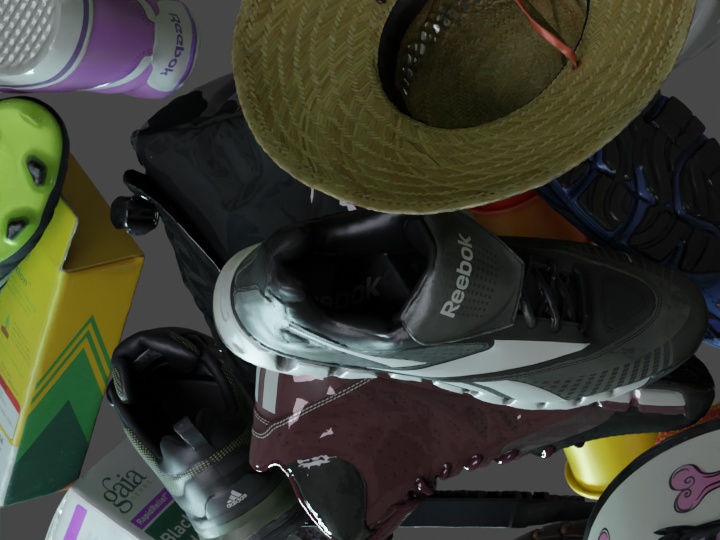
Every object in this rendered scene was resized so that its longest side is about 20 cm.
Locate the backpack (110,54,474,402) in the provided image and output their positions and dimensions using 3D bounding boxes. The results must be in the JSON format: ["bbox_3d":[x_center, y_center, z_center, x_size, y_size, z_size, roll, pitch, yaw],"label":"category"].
[{"bbox_3d":[0.000,0.000,1.283,0.166,0.127,0.201,-8,114,45],"label":"backpack"}]

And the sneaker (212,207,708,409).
[{"bbox_3d":[0.044,0.012,1.096,0.199,0.067,0.091,5,165,-6],"label":"sneaker"}]

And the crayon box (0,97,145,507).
[{"bbox_3d":[-0.172,0.006,1.420,0.127,0.051,0.200,53,139,33],"label":"crayon box"}]

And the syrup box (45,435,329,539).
[{"bbox_3d":[-0.064,0.173,1.462,0.200,0.079,0.082,36,131,11],"label":"syrup box"}]

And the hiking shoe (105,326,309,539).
[{"bbox_3d":[-0.082,0.058,1.355,0.101,0.076,0.200,63,173,-28],"label":"hiking shoe"}]

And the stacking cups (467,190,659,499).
[{"bbox_3d":[0.091,0.006,1.252,0.060,0.061,0.201,-1,124,34],"label":"stacking cups"}]

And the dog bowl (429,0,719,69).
[{"bbox_3d":[0.085,-0.164,1.172,0.199,0.059,0.201,17,126,24],"label":"dog bowl"}]

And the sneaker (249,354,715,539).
[{"bbox_3d":[0.045,0.070,1.197,0.199,0.076,0.116,9,114,-8],"label":"sneaker"}]

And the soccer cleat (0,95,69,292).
[{"bbox_3d":[-0.195,-0.010,1.346,0.067,0.081,0.200,30,117,-4],"label":"soccer cleat"}]

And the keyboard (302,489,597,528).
[{"bbox_3d":[0.010,0.105,1.370,0.199,0.104,0.040,-4,88,34],"label":"keyboard"}]

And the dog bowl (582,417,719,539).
[{"bbox_3d":[0.192,0.154,1.198,0.199,0.074,0.201,5,132,5],"label":"dog bowl"}]

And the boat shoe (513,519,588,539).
[{"bbox_3d":[0.147,0.168,1.322,0.199,0.074,0.074,4,119,33],"label":"boat shoe"}]

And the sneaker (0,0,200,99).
[{"bbox_3d":[-0.156,-0.111,1.344,0.200,0.114,0.073,15,97,48],"label":"sneaker"}]

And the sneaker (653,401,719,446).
[{"bbox_3d":[0.218,0.065,1.215,0.199,0.077,0.073,-10,128,19],"label":"sneaker"}]

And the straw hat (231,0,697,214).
[{"bbox_3d":[0.054,-0.085,1.111,0.200,0.202,0.085,14,155,27],"label":"straw hat"}]

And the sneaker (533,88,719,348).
[{"bbox_3d":[0.132,-0.011,1.193,0.200,0.076,0.078,37,148,-21],"label":"sneaker"}]
